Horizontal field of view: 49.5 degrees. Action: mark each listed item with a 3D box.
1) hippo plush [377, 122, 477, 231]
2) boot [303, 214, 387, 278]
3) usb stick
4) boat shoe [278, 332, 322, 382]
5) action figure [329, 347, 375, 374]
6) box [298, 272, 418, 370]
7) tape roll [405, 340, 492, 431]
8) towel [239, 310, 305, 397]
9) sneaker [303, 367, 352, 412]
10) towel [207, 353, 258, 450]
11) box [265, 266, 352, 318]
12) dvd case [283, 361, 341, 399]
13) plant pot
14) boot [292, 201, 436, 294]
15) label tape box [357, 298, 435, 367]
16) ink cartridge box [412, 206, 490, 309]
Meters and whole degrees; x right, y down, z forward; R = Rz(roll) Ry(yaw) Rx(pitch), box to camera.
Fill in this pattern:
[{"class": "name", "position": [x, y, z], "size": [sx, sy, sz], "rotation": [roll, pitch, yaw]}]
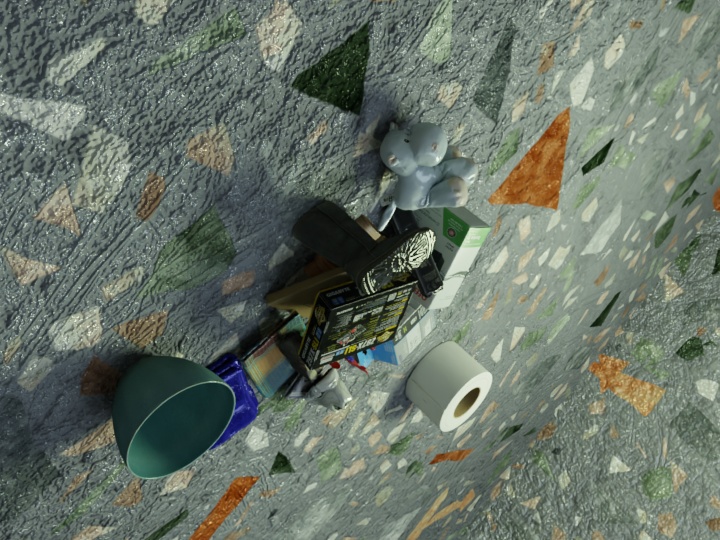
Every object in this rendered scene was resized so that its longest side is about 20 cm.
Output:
[{"class": "hippo plush", "position": [0.099, -0.201, 1.403], "size": [0.198, 0.160, 0.161], "rotation": [-13, 133, 20]}, {"class": "boot", "position": [0.000, 0.000, 1.479], "size": [0.155, 0.077, 0.200], "rotation": [-41, 137, 9]}, {"class": "usb stick", "position": [0.105, -0.046, 1.520], "size": [0.055, 0.202, 0.033], "rotation": [-27, -173, -26]}, {"class": "boat shoe", "position": [-0.104, 0.151, 1.496], "size": [0.074, 0.074, 0.200], "rotation": [-52, 166, -15]}, {"class": "action figure", "position": [-0.012, 0.165, 1.549], "size": [0.066, 0.098, 0.200], "rotation": [-59, 180, 5]}, {"class": "box", "position": [-0.004, 0.083, 1.387], "size": [0.199, 0.049, 0.161], "rotation": [-17, 144, -35]}, {"class": "tape roll", "position": [0.238, 0.311, 2.097], "size": [0.202, 0.139, 0.204], "rotation": [-33, 146, -26]}, {"class": "towel", "position": [-0.156, 0.168, 1.525], "size": [0.146, 0.022, 0.201], "rotation": [-42, 156, -14]}, {"class": "sneaker", "position": [-0.065, 0.260, 1.620], "size": [0.075, 0.081, 0.200], "rotation": [-45, 177, -16]}, {"class": "towel", "position": [-0.266, 0.256, 1.477], "size": [0.147, 0.049, 0.201], "rotation": [-38, 147, -20]}, {"class": "box", "position": [-0.050, 0.040, 1.440], "size": [0.198, 0.022, 0.163], "rotation": [-20, 157, 24]}, {"class": "dvd case", "position": [-0.073, 0.191, 1.664], "size": [0.201, 0.016, 0.149], "rotation": [-53, 160, 6]}, {"class": "plant pot", "position": [-0.324, 0.218, 1.276], "size": [0.199, 0.135, 0.201], "rotation": [-32, 145, -26]}, {"class": "boot", "position": [0.006, -0.059, 1.336], "size": [0.181, 0.200, 0.073], "rotation": [-28, 131, -22]}, {"class": "label tape box", "position": [0.081, 0.144, 1.773], "size": [0.200, 0.066, 0.144], "rotation": [-46, 150, -19]}, {"class": "ink cartridge box", "position": [0.152, -0.041, 1.599], "size": [0.083, 0.146, 0.201], "rotation": [-5, 127, -49]}]
